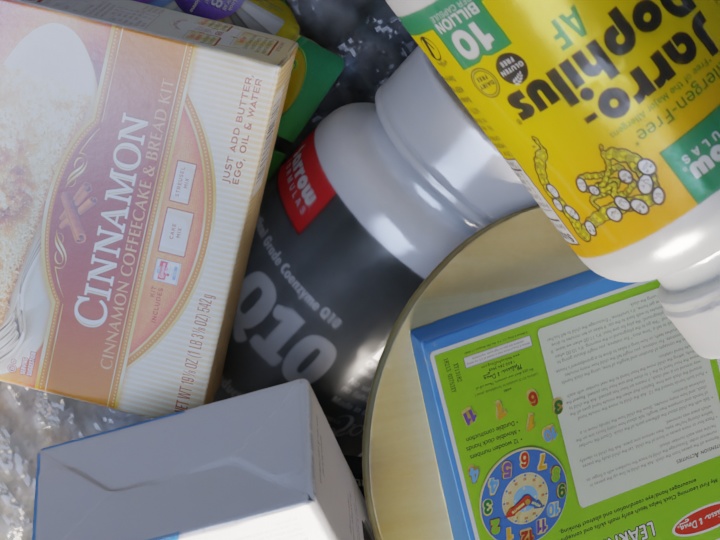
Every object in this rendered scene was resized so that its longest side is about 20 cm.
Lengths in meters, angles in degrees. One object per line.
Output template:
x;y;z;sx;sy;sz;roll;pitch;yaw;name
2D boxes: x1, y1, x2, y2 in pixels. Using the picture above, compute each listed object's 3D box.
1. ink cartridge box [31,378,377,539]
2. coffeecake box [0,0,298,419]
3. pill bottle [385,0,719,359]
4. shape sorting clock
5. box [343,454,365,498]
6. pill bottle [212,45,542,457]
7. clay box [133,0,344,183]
-0.043;0.144;1.056;0.116;0.067;0.200;-15;133;9;ink cartridge box
-0.141;-0.039;1.059;0.200;0.073;0.154;14;103;2;coffeecake box
0.108;-0.067;1.021;0.113;0.113;0.200;-33;102;21;pill bottle
0.089;0.070;1.083;0.200;0.039;0.200;0;90;-27;shape sorting clock
-0.027;0.159;1.161;0.157;0.051;0.200;8;137;-14;box
0.000;0.000;1.136;0.114;0.114;0.200;42;112;-1;pill bottle
-0.118;-0.100;1.136;0.200;0.048;0.115;29;107;-24;clay box
